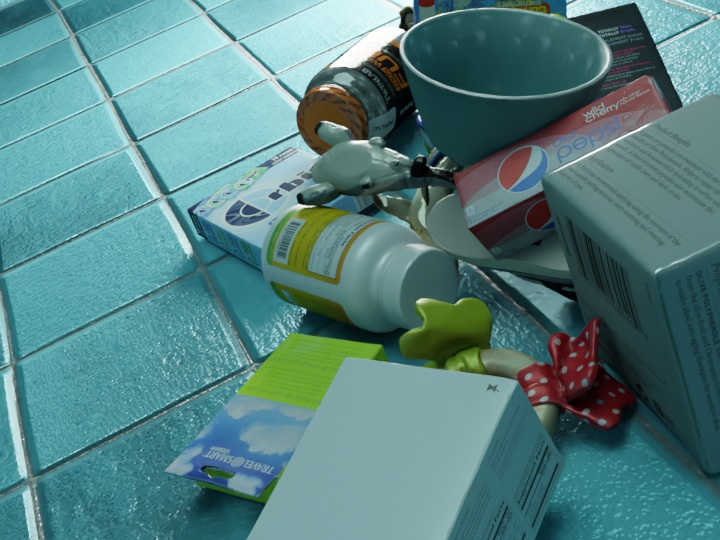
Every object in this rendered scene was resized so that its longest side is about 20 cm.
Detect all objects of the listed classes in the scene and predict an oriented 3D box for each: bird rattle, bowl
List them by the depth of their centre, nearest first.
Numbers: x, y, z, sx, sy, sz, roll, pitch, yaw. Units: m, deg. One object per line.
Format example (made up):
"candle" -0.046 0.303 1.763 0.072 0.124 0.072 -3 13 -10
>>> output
"bird rattle" 0.119 0.112 0.967 0.200 0.113 0.163 20 61 33
"bowl" 0.136 -0.166 1.106 0.200 0.105 0.201 -1 36 0

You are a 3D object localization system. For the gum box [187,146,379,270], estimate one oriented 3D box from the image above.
"gum box" -0.095 -0.078 1.417 0.170 0.045 0.200 -34 32 -21

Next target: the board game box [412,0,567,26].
"board game box" 0.171 -0.352 1.570 0.195 0.056 0.200 -3 11 3

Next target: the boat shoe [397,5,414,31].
"boat shoe" 0.085 -0.365 1.729 0.071 0.076 0.200 -6 34 25

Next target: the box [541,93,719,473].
"box" 0.277 0.003 0.904 0.171 0.200 0.199 -26 30 -4

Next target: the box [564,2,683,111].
"box" 0.261 -0.170 1.214 0.122 0.106 0.200 -12 52 3

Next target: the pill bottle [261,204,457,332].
"pill bottle" 0.000 0.000 1.168 0.111 0.111 0.200 -40 35 -28

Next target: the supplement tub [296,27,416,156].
"supplement tub" 0.006 -0.229 1.500 0.122 0.123 0.200 0 31 32

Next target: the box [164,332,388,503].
"box" -0.070 0.139 1.052 0.122 0.048 0.200 5 39 38

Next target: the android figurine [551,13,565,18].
"android figurine" 0.184 -0.284 1.466 0.182 0.041 0.200 -11 -6 33

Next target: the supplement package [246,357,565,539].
"supplement package" 0.029 0.180 0.826 0.155 0.111 0.200 4 51 37

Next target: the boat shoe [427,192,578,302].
"boat shoe" 0.159 -0.015 1.105 0.200 0.093 0.075 21 75 42

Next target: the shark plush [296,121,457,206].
"shark plush" 0.025 -0.109 1.196 0.200 0.083 0.091 -7 70 35

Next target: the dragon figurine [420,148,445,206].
"dragon figurine" 0.127 -0.162 1.219 0.099 0.059 0.200 12 66 19

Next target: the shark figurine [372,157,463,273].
"shark figurine" 0.101 -0.085 1.267 0.128 0.090 0.215 25 69 22

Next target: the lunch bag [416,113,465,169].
"lunch bag" 0.181 -0.179 1.373 0.200 0.083 0.161 -27 34 -7

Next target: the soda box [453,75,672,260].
"soda box" 0.187 -0.090 1.025 0.200 0.063 0.070 -28 49 19
